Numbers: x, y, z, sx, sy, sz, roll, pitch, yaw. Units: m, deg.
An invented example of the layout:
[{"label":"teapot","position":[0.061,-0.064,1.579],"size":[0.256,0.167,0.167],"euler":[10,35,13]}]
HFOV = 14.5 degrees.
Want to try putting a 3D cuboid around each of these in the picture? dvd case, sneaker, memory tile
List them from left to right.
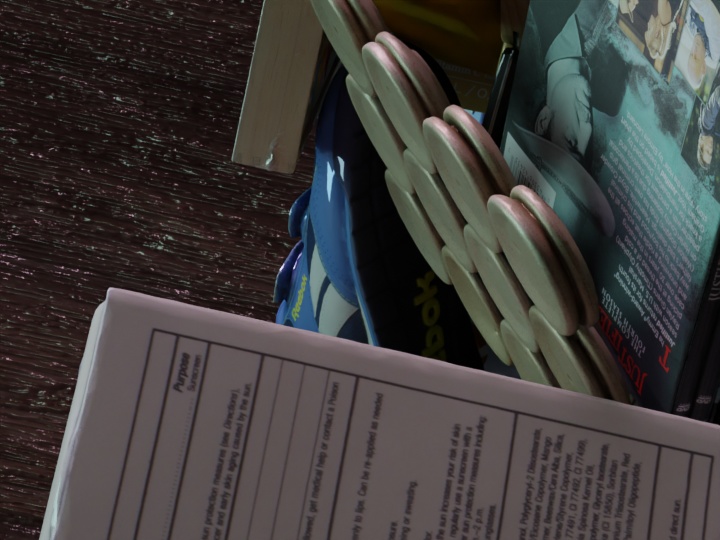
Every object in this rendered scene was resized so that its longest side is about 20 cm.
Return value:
[{"label":"sneaker","position":[0.000,0.000,1.143],"size":[0.074,0.082,0.200],"euler":[-24,-57,-37]},{"label":"memory tile","position":[0.043,-0.010,0.967],"size":[0.200,0.017,0.153],"euler":[53,170,47]},{"label":"dvd case","position":[0.094,-0.068,0.899],"size":[0.146,0.022,0.200],"euler":[-122,36,-49]}]

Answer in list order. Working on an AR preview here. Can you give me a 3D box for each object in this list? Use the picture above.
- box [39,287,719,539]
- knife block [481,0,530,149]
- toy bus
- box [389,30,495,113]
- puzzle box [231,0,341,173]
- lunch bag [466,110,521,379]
[{"label":"box","position":[0.001,0.102,0.860],"size":[0.109,0.200,0.128],"euler":[111,171,-63]},{"label":"knife block","position":[0.098,-0.103,1.057],"size":[0.176,0.064,0.200],"euler":[83,-152,-67]},{"label":"toy bus","position":[0.033,-0.129,1.037],"size":[0.200,0.065,0.078],"euler":[32,-102,-78]},{"label":"box","position":[0.078,-0.169,1.178],"size":[0.098,0.124,0.200],"euler":[-84,7,-56]},{"label":"puzzle box","position":[-0.013,-0.129,1.128],"size":[0.200,0.025,0.133],"euler":[-72,-4,-69]},{"label":"lunch bag","position":[0.062,-0.003,1.278],"size":[0.160,0.075,0.200],"euler":[112,170,-57]}]
